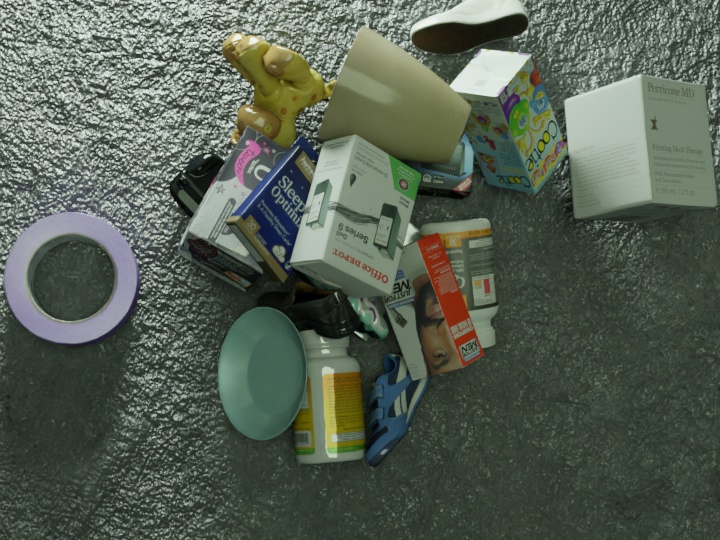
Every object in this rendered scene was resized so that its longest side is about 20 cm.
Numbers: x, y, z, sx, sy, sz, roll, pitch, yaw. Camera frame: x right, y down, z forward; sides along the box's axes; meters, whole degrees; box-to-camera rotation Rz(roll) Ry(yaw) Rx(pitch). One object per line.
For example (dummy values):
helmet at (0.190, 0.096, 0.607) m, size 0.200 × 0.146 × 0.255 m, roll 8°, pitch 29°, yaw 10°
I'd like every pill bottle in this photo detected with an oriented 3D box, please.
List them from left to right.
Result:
pill bottle at (-0.052, 0.193, 1.666) m, size 0.110 × 0.111 × 0.202 m, roll -3°, pitch 84°, yaw -8°
pill bottle at (0.159, 0.022, 1.709) m, size 0.115 × 0.116 × 0.202 m, roll -6°, pitch 92°, yaw -9°

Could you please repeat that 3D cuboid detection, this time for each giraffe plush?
giraffe plush at (-0.142, -0.260, 1.701) m, size 0.199 × 0.172 × 0.163 m, roll 24°, pitch 91°, yaw -39°

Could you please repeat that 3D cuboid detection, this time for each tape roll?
tape roll at (-0.442, 0.015, 1.655) m, size 0.198 × 0.066 × 0.202 m, roll 1°, pitch 84°, yaw -8°

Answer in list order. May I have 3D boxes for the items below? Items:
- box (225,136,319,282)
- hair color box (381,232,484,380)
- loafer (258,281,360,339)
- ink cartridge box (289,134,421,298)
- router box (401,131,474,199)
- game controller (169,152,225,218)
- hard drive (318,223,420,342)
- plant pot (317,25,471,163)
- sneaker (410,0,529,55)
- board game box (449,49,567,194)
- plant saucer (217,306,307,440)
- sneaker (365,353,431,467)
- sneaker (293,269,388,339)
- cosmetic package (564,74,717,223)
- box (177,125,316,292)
box at (-0.100, -0.095, 1.590) m, size 0.121 × 0.032 × 0.201 m, roll 52°, pitch 56°, yaw -26°
hair color box at (0.099, 0.057, 1.645) m, size 0.064 × 0.110 × 0.202 m, roll -23°, pitch 91°, yaw -47°
loafer at (-0.085, 0.048, 1.647) m, size 0.073 × 0.199 × 0.073 m, roll -38°, pitch 123°, yaw -41°
ink cartridge box at (-0.005, -0.076, 1.594) m, size 0.145 × 0.084 × 0.202 m, roll 26°, pitch 70°, yaw -36°
router box at (0.088, -0.205, 1.755) m, size 0.198 × 0.062 × 0.151 m, roll 5°, pitch 82°, yaw -7°
game controller at (-0.209, -0.096, 1.719) m, size 0.200 × 0.042 × 0.104 m, roll 46°, pitch 65°, yaw -2°
hard drive at (0.010, -0.005, 1.741) m, size 0.131 × 0.026 × 0.201 m, roll 35°, pitch 80°, yaw -3°
plant pot at (0.060, -0.242, 1.630) m, size 0.199 × 0.187 × 0.189 m, roll 23°, pitch 81°, yaw 0°
sneaker at (0.177, -0.419, 1.801) m, size 0.198 × 0.073 × 0.085 m, roll -9°, pitch 51°, yaw -2°
board game box at (0.235, -0.235, 1.700) m, size 0.103 × 0.104 × 0.201 m, roll -49°, pitch 133°, yaw -23°
plant saucer at (-0.141, 0.157, 1.647) m, size 0.039 × 0.200 × 0.203 m, roll 7°, pitch 80°, yaw -48°
sneaker at (0.041, 0.215, 1.673) m, size 0.082 × 0.074 × 0.201 m, roll 32°, pitch 51°, yaw -6°
sneaker at (0.000, 0.000, 1.688) m, size 0.200 × 0.078 × 0.140 m, roll 45°, pitch 69°, yaw -13°
cosmetic package at (0.448, -0.189, 1.727) m, size 0.166 × 0.166 × 0.202 m, roll 0°, pitch 83°, yaw -36°
box at (-0.174, -0.094, 1.644) m, size 0.131 × 0.115 × 0.201 m, roll 30°, pitch 66°, yaw -9°
